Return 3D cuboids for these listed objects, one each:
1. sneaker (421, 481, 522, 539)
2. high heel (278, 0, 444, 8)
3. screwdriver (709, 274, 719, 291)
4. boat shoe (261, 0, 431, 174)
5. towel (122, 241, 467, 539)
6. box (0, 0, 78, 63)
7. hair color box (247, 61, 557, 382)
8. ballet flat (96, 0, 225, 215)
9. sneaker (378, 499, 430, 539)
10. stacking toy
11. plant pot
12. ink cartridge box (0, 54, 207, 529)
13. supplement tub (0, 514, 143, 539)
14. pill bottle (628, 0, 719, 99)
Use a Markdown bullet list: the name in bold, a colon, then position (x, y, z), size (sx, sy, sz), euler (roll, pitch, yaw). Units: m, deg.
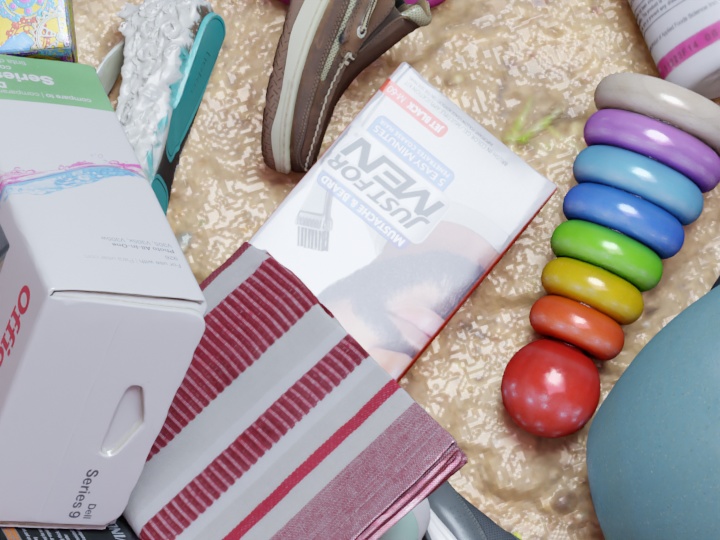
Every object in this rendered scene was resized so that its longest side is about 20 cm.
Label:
- **sneaker**: position (0.101, 0.178, 1.146), size (0.085, 0.074, 0.200), euler (-42, 93, -17)
- **high heel**: position (-0.040, -0.191, 1.190), size (0.200, 0.096, 0.067), euler (18, 77, -1)
- **screwdriver**: position (0.255, -0.050, 1.194), size (0.028, 0.029, 0.200), euler (33, 99, -35)
- **boat shoe**: position (0.001, -0.140, 1.158), size (0.075, 0.075, 0.203), euler (16, 114, 1)
- **towel**: position (-0.053, 0.083, 1.054), size (0.144, 0.023, 0.200), euler (-43, 45, -3)
- **box**: position (-0.255, -0.187, 1.158), size (0.192, 0.122, 0.200), euler (-5, 78, -6)
- **hair color box**: position (0.000, 0.000, 1.171), size (0.111, 0.064, 0.200), euler (39, 80, 3)
- **ballet flat**: position (-0.128, -0.059, 1.176), size (0.072, 0.072, 0.200), euler (16, 71, -1)
- **sneaker**: position (-0.078, 0.124, 1.089), size (0.200, 0.074, 0.118), euler (15, 37, 22)
- **stacking toy**: position (0.135, -0.002, 1.180), size (0.085, 0.085, 0.200), euler (22, 83, 0)
- **plant pot**: position (0.196, 0.102, 1.118), size (0.135, 0.200, 0.200), euler (-18, 78, 26)
- **ink cartridge box**: position (-0.161, 0.008, 1.062), size (0.087, 0.145, 0.200), euler (4, 36, -31)
- **supplement tub**: position (-0.199, 0.175, 1.033), size (0.200, 0.122, 0.123), euler (5, 76, -34)
- **pill bottle**: position (0.187, -0.205, 1.202), size (0.113, 0.113, 0.200), euler (-21, 81, -8)
